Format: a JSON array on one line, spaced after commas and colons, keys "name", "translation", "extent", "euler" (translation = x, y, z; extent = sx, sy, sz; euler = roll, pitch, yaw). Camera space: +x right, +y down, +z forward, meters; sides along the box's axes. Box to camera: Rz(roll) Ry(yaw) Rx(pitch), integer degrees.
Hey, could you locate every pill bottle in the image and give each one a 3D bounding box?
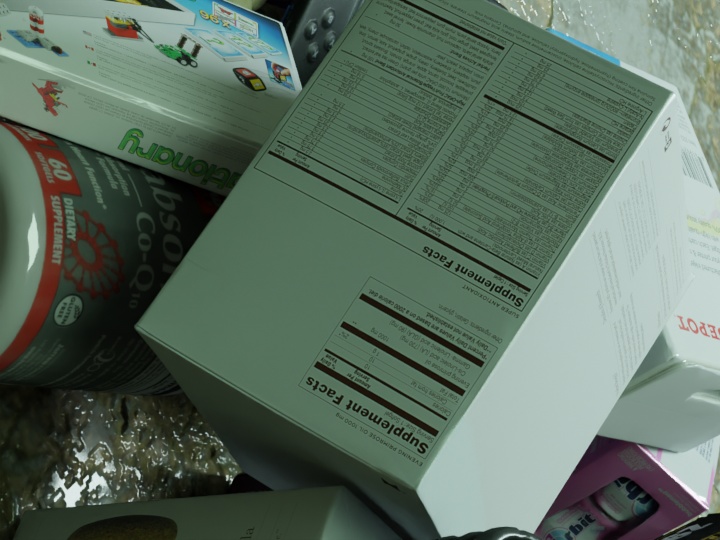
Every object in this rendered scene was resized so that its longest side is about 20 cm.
[{"name": "pill bottle", "translation": [-0.119, -0.001, 0.996], "extent": [0.200, 0.116, 0.116], "euler": [9, 76, -50]}]

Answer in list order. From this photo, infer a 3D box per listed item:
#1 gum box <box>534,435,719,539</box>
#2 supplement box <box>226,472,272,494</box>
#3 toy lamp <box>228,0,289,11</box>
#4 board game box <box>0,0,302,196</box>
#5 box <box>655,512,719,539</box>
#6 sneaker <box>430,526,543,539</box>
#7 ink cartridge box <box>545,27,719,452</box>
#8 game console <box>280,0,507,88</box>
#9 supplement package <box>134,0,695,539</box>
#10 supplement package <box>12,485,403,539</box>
[{"name": "gum box", "translation": [0.154, 0.086, 1.269], "extent": [0.066, 0.113, 0.200], "euler": [42, 37, -15]}, {"name": "supplement box", "translation": [-0.024, 0.216, 1.078], "extent": [0.131, 0.103, 0.200], "euler": [45, 50, -34]}, {"name": "toy lamp", "translation": [-0.070, -0.135, 1.130], "extent": [0.058, 0.058, 0.200], "euler": [60, 44, -23]}, {"name": "board game box", "translation": [-0.117, -0.102, 0.988], "extent": [0.200, 0.035, 0.126], "euler": [19, 32, -26]}, {"name": "box", "translation": [0.172, 0.190, 1.221], "extent": [0.200, 0.160, 0.049], "euler": [-21, 87, -25]}, {"name": "sneaker", "translation": [0.067, 0.158, 0.888], "extent": [0.200, 0.099, 0.071], "euler": [30, 58, -46]}, {"name": "ink cartridge box", "translation": [0.139, -0.011, 1.150], "extent": [0.144, 0.085, 0.200], "euler": [15, 49, -51]}, {"name": "game console", "translation": [0.043, -0.080, 1.174], "extent": [0.200, 0.118, 0.171], "euler": [24, 91, -58]}, {"name": "supplement package", "translation": [0.035, 0.012, 0.956], "extent": [0.200, 0.147, 0.191], "euler": [-55, 157, -15]}, {"name": "supplement package", "translation": [-0.070, 0.175, 0.954], "extent": [0.110, 0.200, 0.114], "euler": [46, 49, -36]}]
